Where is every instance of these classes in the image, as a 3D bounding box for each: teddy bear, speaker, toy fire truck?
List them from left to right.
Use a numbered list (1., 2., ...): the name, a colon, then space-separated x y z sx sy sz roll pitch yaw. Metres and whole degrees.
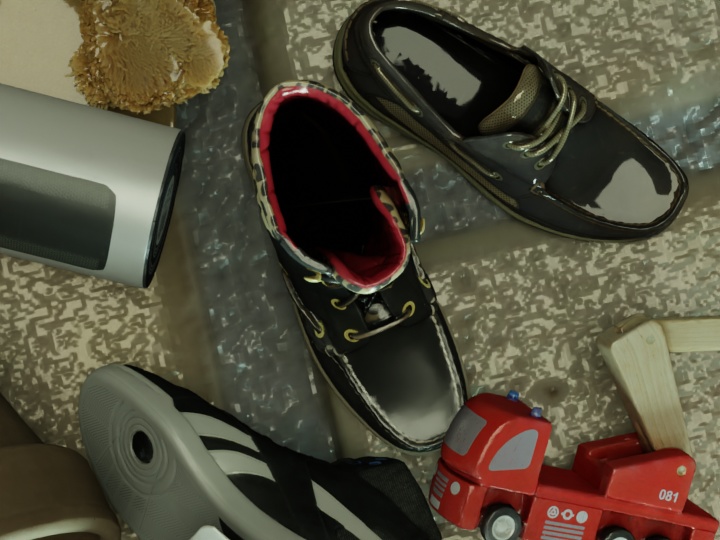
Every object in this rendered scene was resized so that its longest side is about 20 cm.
1. speaker: -0.189 -0.053 0.762 0.198 0.081 0.082 15 87 -3
2. teddy bear: -0.109 -0.179 0.770 0.144 0.067 0.201 -28 92 13
3. toy fire truck: 0.142 0.075 0.793 0.198 0.049 0.142 14 96 -19

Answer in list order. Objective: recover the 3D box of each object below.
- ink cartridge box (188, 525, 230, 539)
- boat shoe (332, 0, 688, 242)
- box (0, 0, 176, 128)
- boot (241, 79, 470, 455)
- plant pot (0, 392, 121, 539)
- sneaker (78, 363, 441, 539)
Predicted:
1. ink cartridge box: -0.088 0.220 0.731 0.117 0.067 0.200 39 125 -1
2. boat shoe: 0.076 -0.073 0.802 0.199 0.073 0.075 26 87 -2
3. box: -0.193 -0.120 0.814 0.198 0.021 0.165 0 88 -4
4. boot: 0.000 0.000 0.756 0.073 0.151 0.201 -22 90 -4
5. plant pot: -0.236 0.094 0.737 0.199 0.200 0.175 -30 71 -4
6. sneaker: -0.044 0.109 0.796 0.200 0.111 0.073 39 125 27
